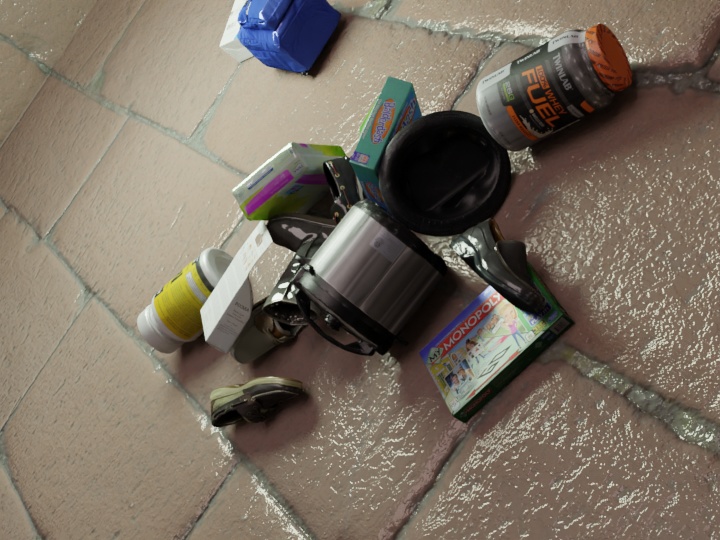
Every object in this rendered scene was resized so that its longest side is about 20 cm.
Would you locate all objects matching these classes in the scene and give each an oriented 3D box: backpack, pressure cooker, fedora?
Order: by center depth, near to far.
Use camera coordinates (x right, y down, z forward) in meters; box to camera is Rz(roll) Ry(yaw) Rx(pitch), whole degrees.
[{"bbox_3d":[0.005,0.017,1.518,0.200,0.179,0.176,-52,44,-1],"label":"pressure cooker"},{"bbox_3d":[0.123,-0.142,1.558,0.201,0.200,0.092,-58,3,-3],"label":"fedora"},{"bbox_3d":[-0.164,-0.514,2.140,0.163,0.168,0.200,-55,32,-10],"label":"backpack"}]

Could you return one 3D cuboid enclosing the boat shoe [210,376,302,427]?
[{"bbox_3d":[-0.168,0.214,1.666,0.200,0.073,0.065,-20,60,43],"label":"boat shoe"}]

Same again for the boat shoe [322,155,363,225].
[{"bbox_3d":[-0.018,-0.092,1.673,0.074,0.063,0.202,102,158,-65],"label":"boat shoe"}]

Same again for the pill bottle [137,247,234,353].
[{"bbox_3d":[-0.309,0.059,1.899,0.200,0.114,0.114,-39,39,21],"label":"pill bottle"}]

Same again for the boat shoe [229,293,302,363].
[{"bbox_3d":[-0.143,0.085,1.724,0.200,0.075,0.068,-47,31,10],"label":"boat shoe"}]

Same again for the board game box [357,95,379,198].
[{"bbox_3d":[0.018,-0.208,1.782,0.096,0.030,0.201,127,157,-53],"label":"board game box"}]

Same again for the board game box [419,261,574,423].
[{"bbox_3d":[0.178,0.092,1.396,0.200,0.029,0.135,-45,38,14],"label":"board game box"}]

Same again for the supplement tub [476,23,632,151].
[{"bbox_3d":[0.276,-0.262,1.480,0.200,0.122,0.123,-26,45,35],"label":"supplement tub"}]

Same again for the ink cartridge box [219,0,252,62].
[{"bbox_3d":[-0.236,-0.585,2.354,0.116,0.067,0.201,-12,55,44],"label":"ink cartridge box"}]

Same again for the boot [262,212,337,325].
[{"bbox_3d":[-0.110,-0.002,1.687,0.181,0.073,0.200,2,52,30],"label":"boot"}]

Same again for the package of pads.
[{"bbox_3d":[-0.115,-0.150,1.786,0.154,0.200,0.068,-37,78,22],"label":"package of pads"}]

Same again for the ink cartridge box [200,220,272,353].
[{"bbox_3d":[-0.195,0.023,1.738,0.200,0.047,0.160,-55,18,7],"label":"ink cartridge box"}]

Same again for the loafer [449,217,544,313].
[{"bbox_3d":[0.191,-0.012,1.382,0.072,0.073,0.200,-46,37,4],"label":"loafer"}]

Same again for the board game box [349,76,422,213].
[{"bbox_3d":[0.050,-0.186,1.623,0.045,0.200,0.153,19,76,18],"label":"board game box"}]
